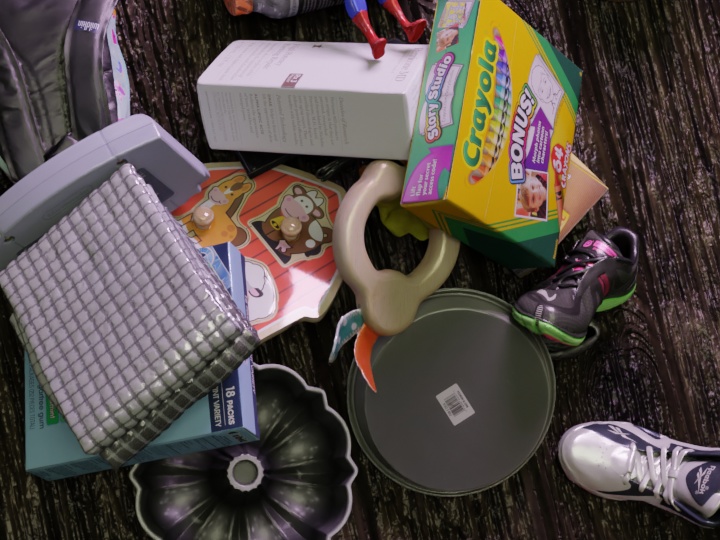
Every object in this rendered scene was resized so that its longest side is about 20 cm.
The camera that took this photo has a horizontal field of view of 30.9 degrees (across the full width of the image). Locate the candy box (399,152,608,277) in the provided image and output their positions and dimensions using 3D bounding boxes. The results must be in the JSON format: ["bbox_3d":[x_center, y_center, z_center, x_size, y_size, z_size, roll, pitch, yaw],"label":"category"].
[{"bbox_3d":[0.130,-0.105,1.278,0.200,0.055,0.115,44,76,1],"label":"candy box"}]

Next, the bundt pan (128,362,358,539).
[{"bbox_3d":[-0.107,0.183,1.174,0.201,0.076,0.203,2,80,-10],"label":"bundt pan"}]

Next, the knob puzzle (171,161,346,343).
[{"bbox_3d":[-0.094,-0.033,1.208,0.219,0.030,0.220,3,58,-6],"label":"knob puzzle"}]

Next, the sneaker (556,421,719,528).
[{"bbox_3d":[0.292,0.189,1.216,0.199,0.130,0.080,25,76,-4],"label":"sneaker"}]

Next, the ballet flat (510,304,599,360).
[{"bbox_3d":[0.131,0.061,1.248,0.199,0.057,0.067,-7,85,-11],"label":"ballet flat"}]

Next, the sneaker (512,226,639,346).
[{"bbox_3d":[0.203,0.007,1.216,0.077,0.084,0.200,24,31,23],"label":"sneaker"}]

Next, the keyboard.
[{"bbox_3d":[-0.021,-0.140,1.242,0.200,0.021,0.127,-28,54,-3],"label":"keyboard"}]

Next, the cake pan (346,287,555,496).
[{"bbox_3d":[0.088,0.118,1.212,0.199,0.037,0.201,-1,97,-5],"label":"cake pan"}]

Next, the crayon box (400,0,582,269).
[{"bbox_3d":[0.123,-0.123,1.172,0.172,0.058,0.201,27,67,-46],"label":"crayon box"}]

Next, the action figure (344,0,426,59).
[{"bbox_3d":[-0.011,-0.296,1.138,0.065,0.099,0.200,-27,76,-16],"label":"action figure"}]

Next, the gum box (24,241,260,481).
[{"bbox_3d":[-0.193,0.079,1.129,0.199,0.045,0.171,-12,66,11],"label":"gum box"}]

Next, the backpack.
[{"bbox_3d":[-0.276,-0.163,1.182,0.166,0.127,0.201,-15,81,1],"label":"backpack"}]

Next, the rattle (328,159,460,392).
[{"bbox_3d":[0.000,0.000,1.194,0.130,0.143,0.201,15,89,-45],"label":"rattle"}]

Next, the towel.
[{"bbox_3d":[-0.193,0.038,1.075,0.165,0.086,0.200,-41,58,5],"label":"towel"}]

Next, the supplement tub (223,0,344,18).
[{"bbox_3d":[-0.039,-0.315,1.252,0.199,0.123,0.123,-17,83,-13],"label":"supplement tub"}]

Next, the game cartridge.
[{"bbox_3d":[-0.240,-0.056,1.138,0.200,0.133,0.041,-33,70,5],"label":"game cartridge"}]

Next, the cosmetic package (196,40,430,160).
[{"bbox_3d":[-0.037,-0.157,1.183,0.199,0.074,0.102,3,35,18],"label":"cosmetic package"}]
